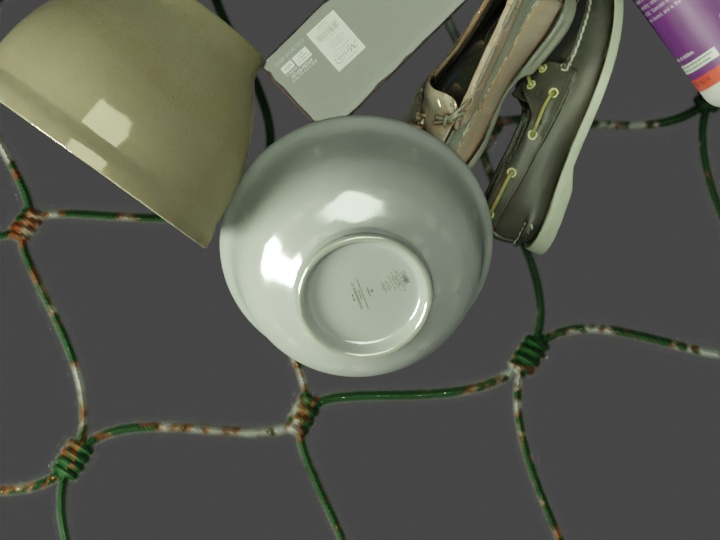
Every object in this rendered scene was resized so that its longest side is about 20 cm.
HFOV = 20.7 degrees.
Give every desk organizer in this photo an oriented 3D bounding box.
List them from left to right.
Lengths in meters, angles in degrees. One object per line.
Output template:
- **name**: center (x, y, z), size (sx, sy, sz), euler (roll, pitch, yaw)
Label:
- **desk organizer**: center (0.022, -0.189, 1.427), size (0.200, 0.077, 0.072), euler (-45, 92, -1)

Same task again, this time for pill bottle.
- **pill bottle**: center (0.243, -0.226, 1.419), size (0.112, 0.112, 0.201), euler (-37, 93, -1)

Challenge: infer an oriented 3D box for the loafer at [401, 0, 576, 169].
- **loafer**: center (0.073, -0.136, 1.420), size (0.063, 0.072, 0.201), euler (30, 100, -42)

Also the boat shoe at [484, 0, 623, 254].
- **boat shoe**: center (0.138, -0.116, 1.437), size (0.060, 0.072, 0.203), euler (17, 93, -7)

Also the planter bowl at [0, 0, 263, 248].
- **planter bowl**: center (-0.152, -0.128, 1.362), size (0.199, 0.200, 0.135), euler (35, 88, -3)

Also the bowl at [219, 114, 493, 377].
- **bowl**: center (0.000, 0.000, 1.388), size (0.199, 0.091, 0.203), euler (-2, 117, -3)
